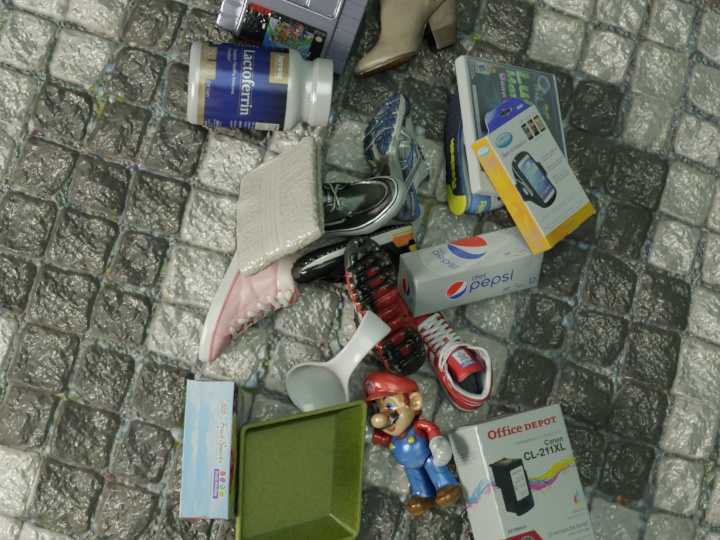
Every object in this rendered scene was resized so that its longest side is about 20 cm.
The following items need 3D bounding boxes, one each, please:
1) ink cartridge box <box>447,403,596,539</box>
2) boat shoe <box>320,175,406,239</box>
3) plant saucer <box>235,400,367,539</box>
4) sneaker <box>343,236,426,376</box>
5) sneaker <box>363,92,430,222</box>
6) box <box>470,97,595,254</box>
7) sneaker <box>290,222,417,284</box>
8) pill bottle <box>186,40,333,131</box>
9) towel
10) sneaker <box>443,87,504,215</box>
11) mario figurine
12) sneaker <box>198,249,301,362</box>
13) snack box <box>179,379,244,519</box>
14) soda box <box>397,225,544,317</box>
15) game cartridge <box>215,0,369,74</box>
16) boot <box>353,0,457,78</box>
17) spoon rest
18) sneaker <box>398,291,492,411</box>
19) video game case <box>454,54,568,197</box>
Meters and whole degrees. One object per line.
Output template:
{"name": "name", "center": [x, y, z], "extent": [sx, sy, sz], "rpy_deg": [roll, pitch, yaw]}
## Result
{"name": "ink cartridge box", "center": [0.218, 0.295, 1.692], "extent": [0.144, 0.083, 0.202], "rpy_deg": [-11, 82, -26]}
{"name": "boat shoe", "center": [-0.034, -0.085, 1.699], "extent": [0.198, 0.071, 0.073], "rpy_deg": [-18, 62, 27]}
{"name": "plant saucer", "center": [-0.087, 0.273, 1.638], "extent": [0.198, 0.048, 0.202], "rpy_deg": [-7, 107, -37]}
{"name": "sneaker", "center": [0.019, 0.045, 1.683], "extent": [0.070, 0.098, 0.202], "rpy_deg": [-29, 108, -17]}
{"name": "sneaker", "center": [0.056, -0.155, 1.779], "extent": [0.085, 0.077, 0.202], "rpy_deg": [21, 62, -32]}
{"name": "box", "center": [0.235, -0.137, 1.730], "extent": [0.119, 0.041, 0.201], "rpy_deg": [-34, 93, -38]}
{"name": "sneaker", "center": [0.000, 0.000, 1.720], "extent": [0.199, 0.070, 0.091], "rpy_deg": [-21, 98, -31]}
{"name": "pill bottle", "center": [-0.140, -0.255, 1.744], "extent": [0.197, 0.116, 0.117], "rpy_deg": [3, 80, -7]}
{"name": "towel", "center": [-0.108, -0.091, 1.683], "extent": [0.132, 0.034, 0.201], "rpy_deg": [-29, 40, 21]}
{"name": "sneaker", "center": [0.168, -0.175, 1.794], "extent": [0.081, 0.074, 0.203], "rpy_deg": [3, 80, -16]}
{"name": "mario figurine", "center": [0.053, 0.234, 1.685], "extent": [0.122, 0.106, 0.202], "rpy_deg": [-26, 89, 1]}
{"name": "sneaker", "center": [-0.144, 0.045, 1.710], "extent": [0.104, 0.075, 0.202], "rpy_deg": [23, 74, 3]}
{"name": "snack box", "center": [-0.189, 0.232, 1.607], "extent": [0.067, 0.200, 0.171], "rpy_deg": [3, 81, -3]}
{"name": "soda box", "center": [0.153, -0.001, 1.736], "extent": [0.198, 0.069, 0.064], "rpy_deg": [-14, 45, -18]}
{"name": "game cartridge", "center": [-0.097, -0.371, 1.778], "extent": [0.198, 0.038, 0.131], "rpy_deg": [21, 108, -1]}
{"name": "boot", "center": [0.052, -0.375, 1.803], "extent": [0.199, 0.070, 0.148], "rpy_deg": [-24, 96, -28]}
{"name": "spoon rest", "center": [-0.034, 0.136, 1.664], "extent": [0.099, 0.200, 0.061], "rpy_deg": [39, 38, 2]}
{"name": "sneaker", "center": [0.114, 0.101, 1.715], "extent": [0.071, 0.113, 0.201], "rpy_deg": [-35, 86, -12]}
{"name": "video game case", "center": [0.220, -0.198, 1.777], "extent": [0.180, 0.023, 0.202], "rpy_deg": [5, 71, -35]}
